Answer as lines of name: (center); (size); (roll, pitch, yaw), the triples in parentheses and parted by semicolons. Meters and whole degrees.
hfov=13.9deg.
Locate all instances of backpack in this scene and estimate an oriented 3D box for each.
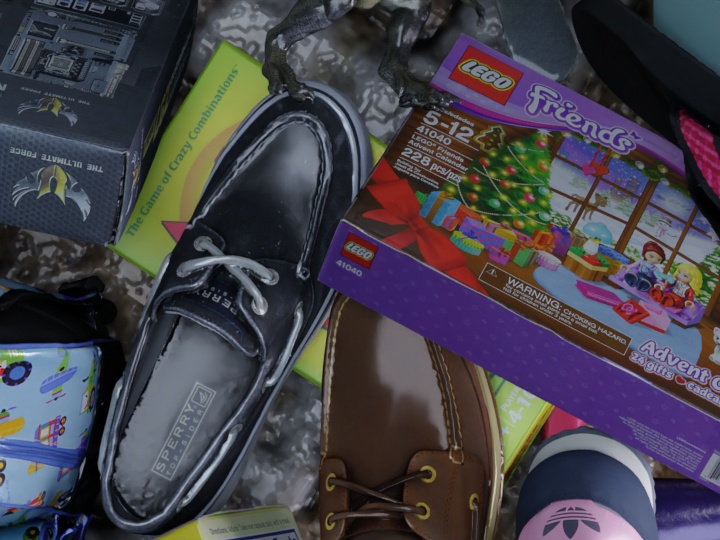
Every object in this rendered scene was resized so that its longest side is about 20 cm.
backpack: (-0.192, 0.060, 1.193); (0.182, 0.200, 0.135); (8, 90, 0)

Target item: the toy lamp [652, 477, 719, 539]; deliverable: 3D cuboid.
toy lamp: (0.067, 0.126, 1.238); (0.199, 0.058, 0.058); (-12, 90, 16)

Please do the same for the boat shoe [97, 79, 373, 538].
boat shoe: (-0.054, 0.015, 1.199); (0.072, 0.068, 0.201); (26, 90, 9)

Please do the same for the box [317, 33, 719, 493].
box: (0.099, -0.003, 1.192); (0.199, 0.137, 0.039); (28, 134, 4)

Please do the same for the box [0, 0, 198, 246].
box: (-0.177, -0.088, 1.214); (0.199, 0.158, 0.051); (12, 122, 1)

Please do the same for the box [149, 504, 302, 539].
box: (-0.084, 0.222, 1.206); (0.175, 0.097, 0.201); (-25, 80, 19)

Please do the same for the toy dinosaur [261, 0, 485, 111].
toy dinosaur: (-0.001, -0.110, 1.179); (0.199, 0.047, 0.089); (0, 84, 8)

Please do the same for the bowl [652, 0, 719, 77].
bowl: (0.229, -0.098, 1.193); (0.200, 0.105, 0.202); (-5, 115, -11)

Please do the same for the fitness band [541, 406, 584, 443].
fitness band: (0.176, 0.076, 1.269); (0.199, 0.037, 0.144); (16, 93, 2)

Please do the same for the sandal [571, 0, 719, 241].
sandal: (0.146, -0.038, 1.175); (0.045, 0.075, 0.200); (-40, 57, -15)

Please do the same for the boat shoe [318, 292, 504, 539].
boat shoe: (0.018, 0.098, 1.186); (0.072, 0.068, 0.201); (-5, 92, 17)

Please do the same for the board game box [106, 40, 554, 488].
board game box: (0.000, 0.000, 1.251); (0.200, 0.048, 0.102); (33, 91, 9)

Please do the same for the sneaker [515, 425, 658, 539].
sneaker: (0.096, 0.168, 1.174); (0.070, 0.082, 0.201); (-9, 112, 15)

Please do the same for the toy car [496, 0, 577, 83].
toy car: (0.065, -0.180, 1.221); (0.164, 0.158, 0.200); (-29, 102, 13)
